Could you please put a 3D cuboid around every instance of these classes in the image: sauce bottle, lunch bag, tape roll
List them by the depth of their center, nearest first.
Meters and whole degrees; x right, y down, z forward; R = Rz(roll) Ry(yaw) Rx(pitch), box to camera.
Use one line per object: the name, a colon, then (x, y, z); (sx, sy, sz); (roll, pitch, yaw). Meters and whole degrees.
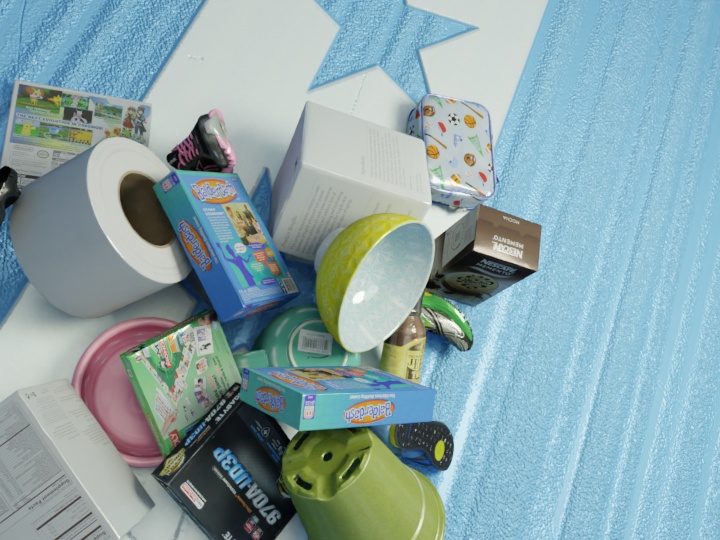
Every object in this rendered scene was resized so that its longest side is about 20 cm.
tape roll: (-0.328, -0.054, 1.000); (0.203, 0.138, 0.204); (49, 29, -40)
sauce bottle: (0.064, 0.118, 1.149); (0.064, 0.065, 0.202); (5, 97, -19)
lunch bag: (0.162, -0.200, 1.328); (0.159, 0.076, 0.202); (8, 69, -21)

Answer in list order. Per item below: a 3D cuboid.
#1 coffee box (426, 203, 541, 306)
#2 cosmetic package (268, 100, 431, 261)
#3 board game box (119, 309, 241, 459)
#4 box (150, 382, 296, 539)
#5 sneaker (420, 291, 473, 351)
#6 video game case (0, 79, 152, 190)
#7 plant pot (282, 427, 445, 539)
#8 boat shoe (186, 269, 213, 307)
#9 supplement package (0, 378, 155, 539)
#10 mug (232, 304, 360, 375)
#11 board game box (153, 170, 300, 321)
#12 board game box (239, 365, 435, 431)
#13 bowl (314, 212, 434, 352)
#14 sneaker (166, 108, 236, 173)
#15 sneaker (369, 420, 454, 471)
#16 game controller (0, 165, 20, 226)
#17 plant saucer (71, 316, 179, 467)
coffee box: (0.183, -0.018, 1.204); (0.112, 0.200, 0.081); (17, 67, -14)
cosmetic package: (-0.019, -0.117, 1.150); (0.198, 0.168, 0.167); (16, 41, -15)
board game box: (-0.216, 0.170, 1.008); (0.134, 0.029, 0.202); (-29, 107, -35)
box: (-0.157, 0.273, 1.010); (0.159, 0.046, 0.201); (-47, 126, -28)
sneaker: (0.089, 0.075, 1.216); (0.199, 0.078, 0.086); (30, 71, 1)
video game case: (-0.417, -0.179, 1.128); (0.198, 0.022, 0.184); (7, 71, -18)
plant pot: (-0.010, 0.288, 0.987); (0.200, 0.199, 0.191); (-49, 135, -27)
boat shoe: (-0.239, -0.043, 1.121); (0.066, 0.074, 0.201); (-31, 86, -26)
supplement package: (-0.375, 0.258, 0.902); (0.150, 0.152, 0.201); (-36, 88, -2)
mug: (-0.087, 0.136, 1.098); (0.185, 0.114, 0.152); (-40, 89, -27)
board game box: (-0.176, -0.038, 1.036); (0.201, 0.045, 0.152); (62, 23, 8)
board game box: (-0.029, 0.156, 0.962); (0.198, 0.152, 0.046); (5, 93, -35)
bowl: (0.000, 0.000, 1.055); (0.107, 0.201, 0.200); (32, 59, 30)
sneaker: (-0.233, -0.170, 1.106); (0.094, 0.200, 0.080); (-15, 85, -12)
sneaker: (0.071, 0.246, 1.129); (0.200, 0.078, 0.067); (35, 62, -48)
game controller: (-0.486, -0.067, 0.971); (0.042, 0.199, 0.105); (37, 60, -28)
plant saucer: (-0.290, 0.166, 1.046); (0.198, 0.051, 0.203); (7, 71, -20)
